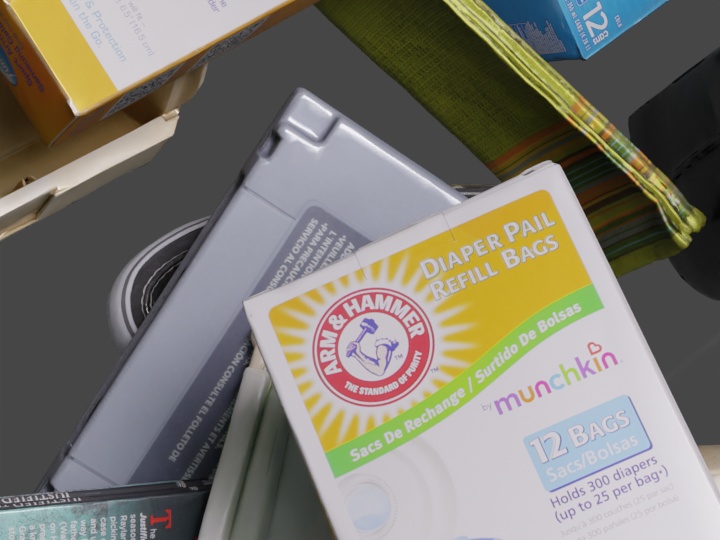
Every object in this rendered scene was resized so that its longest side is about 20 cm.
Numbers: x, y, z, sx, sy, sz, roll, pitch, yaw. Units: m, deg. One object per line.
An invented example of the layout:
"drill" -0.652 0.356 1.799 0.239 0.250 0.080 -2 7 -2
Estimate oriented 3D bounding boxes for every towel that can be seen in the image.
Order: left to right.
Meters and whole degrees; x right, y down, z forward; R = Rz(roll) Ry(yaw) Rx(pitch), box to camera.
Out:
"towel" 0.049 -0.071 0.841 0.200 0.086 0.018 43 64 -6

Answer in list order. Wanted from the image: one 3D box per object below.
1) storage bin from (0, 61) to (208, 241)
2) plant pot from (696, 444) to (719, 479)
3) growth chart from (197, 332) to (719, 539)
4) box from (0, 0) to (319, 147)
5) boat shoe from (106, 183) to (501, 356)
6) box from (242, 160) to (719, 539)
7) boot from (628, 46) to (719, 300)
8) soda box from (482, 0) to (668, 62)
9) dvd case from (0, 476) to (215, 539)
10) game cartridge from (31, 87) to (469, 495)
"storage bin" -0.190 -0.097 0.744 0.199 0.094 0.199 -30 88 -27
"plant pot" 0.126 0.166 0.760 0.176 0.200 0.201 13 71 -3
"growth chart" 0.032 0.107 0.690 0.199 0.018 0.145 16 73 14
"box" -0.061 -0.141 0.740 0.200 0.041 0.119 -32 90 -33
"boat shoe" 0.000 0.000 0.811 0.199 0.066 0.070 -5 77 -23
"box" 0.054 0.087 0.630 0.112 0.101 0.201 -23 69 -1
"boot" 0.167 -0.017 0.812 0.065 0.200 0.166 -2 79 -14
"soda box" 0.059 -0.189 0.857 0.068 0.064 0.201 -35 110 -27
"dvd case" -0.141 0.152 0.710 0.199 0.022 0.147 -4 99 -22
"game cartridge" -0.023 0.051 0.763 0.133 0.042 0.201 33 94 -14
